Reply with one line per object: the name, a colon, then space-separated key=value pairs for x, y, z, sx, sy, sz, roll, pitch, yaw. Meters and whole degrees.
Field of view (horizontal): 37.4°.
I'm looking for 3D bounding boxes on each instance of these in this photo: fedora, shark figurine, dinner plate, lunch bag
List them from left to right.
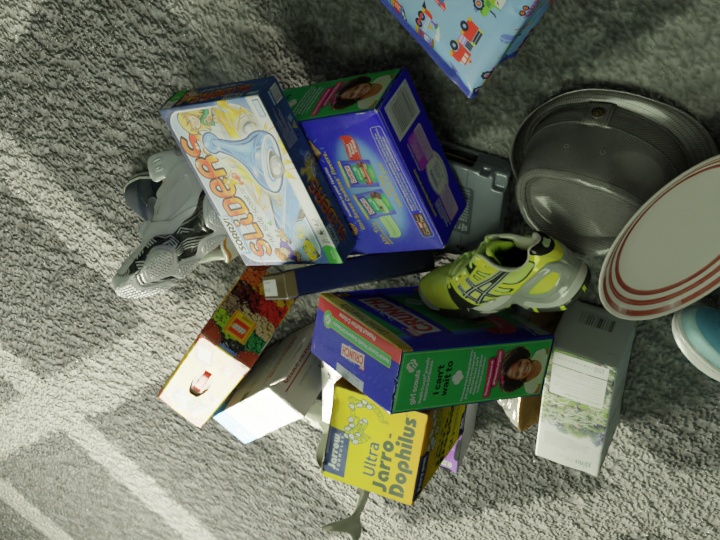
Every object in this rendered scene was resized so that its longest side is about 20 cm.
shark figurine: x=-0.008 y=0.268 z=1.506 sx=0.127 sy=0.216 sz=0.089 roll=-25 pitch=160 yaw=16
lunch bag: x=0.071 y=-0.276 z=0.904 sx=0.200 sy=0.094 sz=0.151 roll=41 pitch=144 yaw=4
fedora: x=0.226 y=-0.075 z=0.993 sx=0.198 sy=0.091 sz=0.178 roll=18 pitch=139 yaw=17
dinner plate: x=0.295 y=-0.034 z=0.951 sx=0.201 sy=0.198 sz=0.024 roll=92 pitch=153 yaw=-47

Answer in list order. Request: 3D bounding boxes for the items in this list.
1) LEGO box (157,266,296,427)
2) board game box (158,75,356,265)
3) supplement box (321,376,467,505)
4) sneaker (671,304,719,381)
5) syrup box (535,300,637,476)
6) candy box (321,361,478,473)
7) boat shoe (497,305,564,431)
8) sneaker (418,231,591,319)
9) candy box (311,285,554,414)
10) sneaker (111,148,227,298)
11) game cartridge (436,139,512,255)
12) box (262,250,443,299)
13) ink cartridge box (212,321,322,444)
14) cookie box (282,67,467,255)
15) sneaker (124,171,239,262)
LEGO box: x=-0.173 y=0.095 z=1.394 sx=0.077 sy=0.149 sz=0.200 roll=36 pitch=142 yaw=-5
board game box: x=-0.101 y=-0.093 z=1.068 sx=0.134 sy=0.035 sz=0.201 roll=-1 pitch=129 yaw=37
supplement box: x=0.048 y=0.155 z=1.181 sx=0.108 sy=0.200 sz=0.110 roll=15 pitch=110 yaw=18
sneaker: x=0.414 y=0.067 z=1.029 sx=0.198 sy=0.080 sz=0.131 roll=26 pitch=144 yaw=-7
syrup box: x=0.254 y=0.136 z=1.204 sx=0.078 sy=0.082 sz=0.201 roll=17 pitch=139 yaw=21
candy box: x=0.050 y=0.154 z=1.367 sx=0.198 sy=0.072 sz=0.169 roll=18 pitch=138 yaw=16
boat shoe: x=0.181 y=0.092 z=1.217 sx=0.069 sy=0.070 sz=0.202 roll=37 pitch=137 yaw=38
sneaker: x=0.131 y=-0.003 z=1.048 sx=0.199 sy=0.076 sz=0.077 roll=-11 pitch=130 yaw=45
candy box: x=0.073 y=0.077 z=1.127 sx=0.169 sy=0.198 sz=0.078 roll=32 pitch=120 yaw=52
sneaker: x=-0.222 y=-0.063 z=1.237 sx=0.115 sy=0.200 sz=0.075 roll=50 pitch=-179 yaw=27
game cartridge: x=0.061 y=-0.085 z=1.140 sx=0.198 sy=0.041 sz=0.134 roll=20 pitch=136 yaw=16
box: x=0.000 y=0.000 z=1.161 sx=0.121 sy=0.198 sz=0.033 roll=172 pitch=88 yaw=-74
ink cartridge box: x=-0.104 y=0.151 z=1.433 sx=0.067 sy=0.116 sz=0.199 roll=43 pitch=140 yaw=-14
cookie box: x=-0.016 y=-0.103 z=1.085 sx=0.198 sy=0.075 sz=0.172 roll=-3 pitch=129 yaw=36
sneaker: x=-0.224 y=-0.065 z=1.320 sx=0.198 sy=0.080 sz=0.079 roll=15 pitch=139 yaw=23
